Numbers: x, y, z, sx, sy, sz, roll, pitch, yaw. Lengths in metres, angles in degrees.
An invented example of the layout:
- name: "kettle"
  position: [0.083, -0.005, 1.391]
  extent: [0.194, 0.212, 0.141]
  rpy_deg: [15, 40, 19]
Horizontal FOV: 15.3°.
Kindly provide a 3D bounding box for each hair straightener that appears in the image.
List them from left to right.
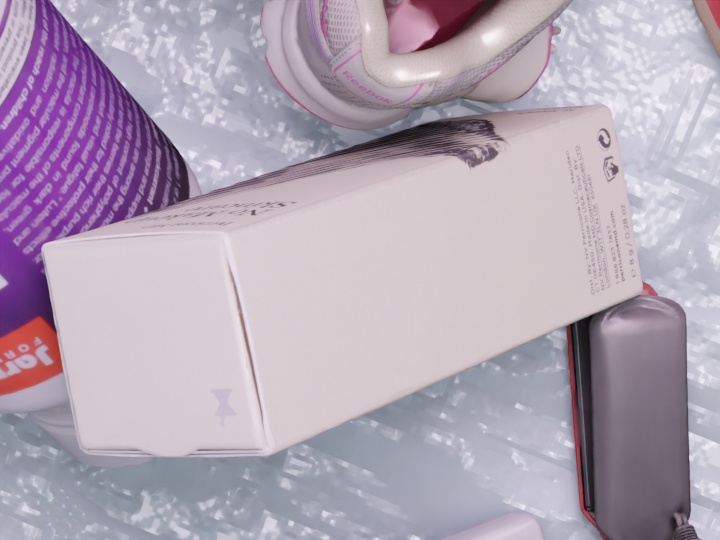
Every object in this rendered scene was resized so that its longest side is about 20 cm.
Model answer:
- name: "hair straightener"
  position: [0.095, 0.106, 0.921]
  extent: [0.041, 0.077, 0.200]
  rpy_deg: [0, 97, -10]

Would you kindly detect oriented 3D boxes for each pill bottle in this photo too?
- name: "pill bottle"
  position: [-0.119, -0.024, 0.852]
  extent: [0.111, 0.111, 0.200]
  rpy_deg: [-36, 131, 5]

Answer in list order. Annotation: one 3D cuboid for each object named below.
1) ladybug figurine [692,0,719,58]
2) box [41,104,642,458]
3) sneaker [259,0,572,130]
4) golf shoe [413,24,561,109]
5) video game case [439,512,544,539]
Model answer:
- name: "ladybug figurine"
  position: [0.175, -0.116, 0.892]
  extent: [0.136, 0.072, 0.200]
  rpy_deg: [-22, 98, 3]
- name: "box"
  position: [0.000, 0.000, 0.845]
  extent: [0.082, 0.200, 0.068]
  rpy_deg: [-3, 101, 39]
- name: "sneaker"
  position: [0.051, -0.124, 0.815]
  extent: [0.081, 0.088, 0.200]
  rpy_deg: [30, 95, -18]
- name: "golf shoe"
  position: [0.007, -0.148, 0.877]
  extent: [0.091, 0.075, 0.200]
  rpy_deg: [-13, 98, -19]
- name: "video game case"
  position: [-0.004, 0.202, 0.930]
  extent: [0.200, 0.023, 0.182]
  rpy_deg: [-19, 99, -21]
